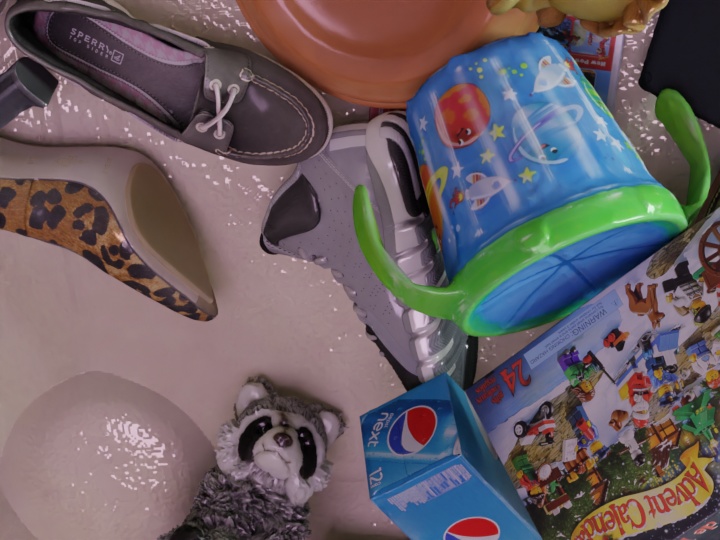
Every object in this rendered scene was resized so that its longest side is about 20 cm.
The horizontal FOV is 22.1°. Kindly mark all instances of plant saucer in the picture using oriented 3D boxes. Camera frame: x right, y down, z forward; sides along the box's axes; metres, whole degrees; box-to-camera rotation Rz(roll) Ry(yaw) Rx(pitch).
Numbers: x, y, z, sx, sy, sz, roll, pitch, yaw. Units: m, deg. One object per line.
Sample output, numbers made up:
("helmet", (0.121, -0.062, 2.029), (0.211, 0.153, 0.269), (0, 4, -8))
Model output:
("plant saucer", (0.011, -0.184, 1.023), (0.199, 0.037, 0.201), (7, 114, 17))

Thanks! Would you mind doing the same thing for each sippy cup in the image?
("sippy cup", (0.091, -0.052, 1.002), (0.140, 0.177, 0.131), (-37, 67, 38))

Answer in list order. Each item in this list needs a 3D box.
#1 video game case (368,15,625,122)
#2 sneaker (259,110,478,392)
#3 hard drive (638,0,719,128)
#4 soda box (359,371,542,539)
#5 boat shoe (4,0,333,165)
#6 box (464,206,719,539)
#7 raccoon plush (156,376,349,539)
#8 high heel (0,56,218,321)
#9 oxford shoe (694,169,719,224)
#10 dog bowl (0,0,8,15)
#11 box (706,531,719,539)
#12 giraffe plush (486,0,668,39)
("video game case", (0.083, -0.164, 1.049), (0.142, 0.017, 0.201), (8, 113, 5))
("sneaker", (0.000, 0.000, 1.111), (0.115, 0.075, 0.201), (-2, 114, 24))
("hard drive", (0.236, -0.163, 0.981), (0.139, 0.033, 0.201), (33, 119, 33))
("soda box", (0.080, 0.151, 1.116), (0.064, 0.068, 0.200), (-28, 130, 17))
("boat shoe", (-0.114, -0.108, 1.056), (0.199, 0.057, 0.067), (25, 113, 13))
("box", (0.168, 0.068, 0.980), (0.200, 0.038, 0.137), (-38, 62, 21))
("raccoon plush", (-0.087, 0.154, 1.193), (0.097, 0.134, 0.200), (30, 147, -21))
("high heel", (-0.188, -0.024, 1.131), (0.142, 0.071, 0.200), (-30, 110, 32))
("oxford shoe", (0.261, -0.054, 1.033), (0.070, 0.075, 0.200), (28, 117, -23))
("dog bowl", (-0.281, -0.212, 1.059), (0.199, 0.059, 0.201), (3, 113, 6))
("box", (0.253, 0.126, 1.070), (0.200, 0.122, 0.106), (36, 106, -18))
("giraffe plush", (0.146, -0.192, 0.932), (0.172, 0.201, 0.162), (19, 155, -12))
